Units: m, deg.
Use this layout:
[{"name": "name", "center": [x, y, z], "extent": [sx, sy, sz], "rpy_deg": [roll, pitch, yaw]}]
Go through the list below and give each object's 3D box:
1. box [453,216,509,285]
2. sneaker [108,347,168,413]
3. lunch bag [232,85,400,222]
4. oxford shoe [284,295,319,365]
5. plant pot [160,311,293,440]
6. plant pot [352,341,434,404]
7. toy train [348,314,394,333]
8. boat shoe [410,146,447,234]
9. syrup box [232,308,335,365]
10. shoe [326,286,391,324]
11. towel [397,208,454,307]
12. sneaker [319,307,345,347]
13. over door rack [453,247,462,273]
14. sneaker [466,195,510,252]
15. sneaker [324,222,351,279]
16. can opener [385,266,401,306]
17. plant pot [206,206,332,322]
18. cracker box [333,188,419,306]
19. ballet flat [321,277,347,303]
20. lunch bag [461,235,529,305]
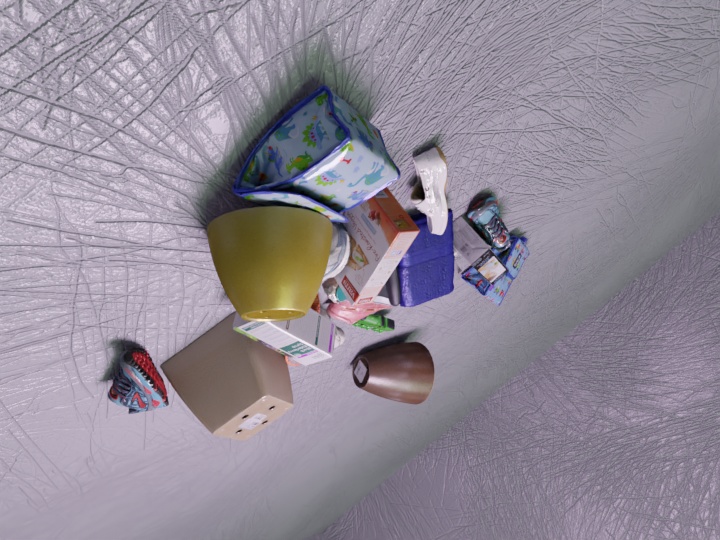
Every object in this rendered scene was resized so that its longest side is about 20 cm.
[{"name": "box", "center": [0.285, -0.044, 1.358], "extent": [0.060, 0.117, 0.200], "rpy_deg": [-42, 149, 10]}, {"name": "sneaker", "center": [-0.426, 0.221, 1.039], "extent": [0.095, 0.079, 0.200], "rpy_deg": [-19, 146, -17]}, {"name": "lunch bag", "center": [-0.067, -0.148, 0.833], "extent": [0.199, 0.128, 0.170], "rpy_deg": [-30, 157, 20]}, {"name": "oxford shoe", "center": [-0.139, 0.107, 1.205], "extent": [0.071, 0.073, 0.201], "rpy_deg": [4, 118, -26]}, {"name": "plant pot", "center": [-0.253, 0.237, 1.157], "extent": [0.200, 0.177, 0.200], "rpy_deg": [-36, 152, 2]}, {"name": "plant pot", "center": [0.082, 0.300, 1.632], "extent": [0.199, 0.187, 0.187], "rpy_deg": [8, 133, -32]}, {"name": "toy train", "center": [0.028, 0.128, 1.409], "extent": [0.056, 0.042, 0.200], "rpy_deg": [-8, 164, 28]}, {"name": "boat shoe", "center": [0.129, -0.148, 1.085], "extent": [0.069, 0.071, 0.201], "rpy_deg": [-16, 134, -5]}, {"name": "syrup box", "center": [-0.144, 0.110, 1.089], "extent": [0.079, 0.082, 0.200], "rpy_deg": [-22, 137, 34]}, {"name": "shoe", "center": [0.015, 0.073, 1.305], "extent": [0.199, 0.072, 0.091], "rpy_deg": [4, 135, -42]}, {"name": "towel", "center": [0.138, -0.029, 1.212], "extent": [0.147, 0.050, 0.201], "rpy_deg": [-16, 115, -23]}, {"name": "sneaker", "center": [-0.076, 0.135, 1.286], "extent": [0.084, 0.073, 0.200], "rpy_deg": [-7, 156, -12]}, {"name": "over door rack", "center": [0.172, 0.002, 1.370], "extent": [0.147, 0.067, 0.200], "rpy_deg": [-35, 163, 3]}, {"name": "sneaker", "center": [0.321, -0.105, 1.320], "extent": [0.079, 0.096, 0.200], "rpy_deg": [-39, 151, 9]}, {"name": "sneaker", "center": [-0.094, -0.011, 1.053], "extent": [0.086, 0.078, 0.200], "rpy_deg": [5, 133, -45]}, {"name": "can opener", "center": [0.057, -0.020, 1.147], "extent": [0.078, 0.063, 0.201], "rpy_deg": [-5, 120, 20]}, {"name": "plant pot", "center": [-0.138, 0.002, 0.871], "extent": [0.199, 0.143, 0.200], "rpy_deg": [-5, 165, -1]}, {"name": "cracker box", "center": [0.012, -0.049, 1.043], "extent": [0.057, 0.134, 0.200], "rpy_deg": [-8, 141, -39]}, {"name": "ballet flat", "center": [0.000, 0.000, 1.177], "extent": [0.200, 0.072, 0.072], "rpy_deg": [-29, 153, -30]}, {"name": "lunch bag", "center": [0.402, -0.016, 1.576], "extent": [0.200, 0.094, 0.150], "rpy_deg": [-53, 148, 7]}]
